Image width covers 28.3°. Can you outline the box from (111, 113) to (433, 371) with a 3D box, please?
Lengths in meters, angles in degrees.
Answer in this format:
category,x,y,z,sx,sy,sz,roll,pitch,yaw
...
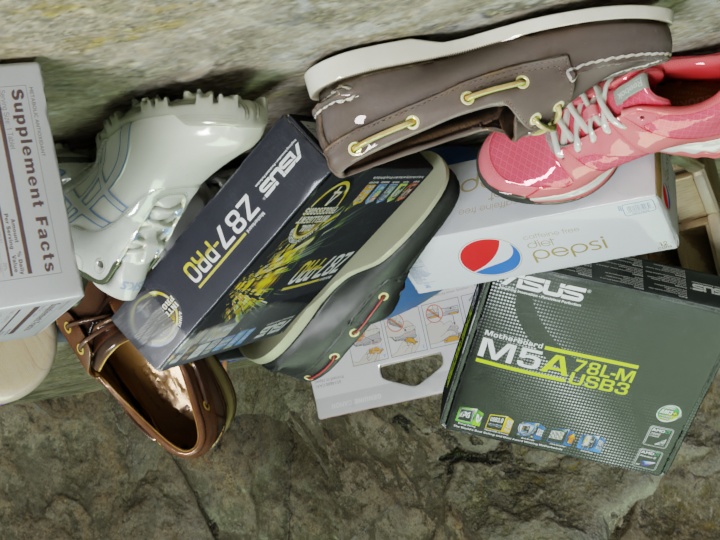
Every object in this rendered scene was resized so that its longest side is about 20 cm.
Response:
category,x,y,z,sx,sy,sz,roll,pitch,yaw
box,-0.047,-0.021,0.874,0.161,0.049,0.200,-45,170,15

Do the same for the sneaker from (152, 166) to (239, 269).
category,x,y,z,sx,sy,sz,roll,pitch,yaw
sneaker,-0.081,-0.048,0.943,0.088,0.076,0.200,-30,171,24

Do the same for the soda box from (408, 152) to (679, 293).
category,x,y,z,sx,sy,sz,roll,pitch,yaw
soda box,0.122,-0.043,1.021,0.199,0.068,0.064,-10,141,22

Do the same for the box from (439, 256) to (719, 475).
category,x,y,z,sx,sy,sz,roll,pitch,yaw
box,0.179,0.069,1.140,0.199,0.048,0.194,13,133,-2

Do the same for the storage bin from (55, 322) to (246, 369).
category,x,y,z,sx,sy,sz,roll,pitch,yaw
storage bin,-0.155,0.014,1.044,0.134,0.147,0.200,-3,179,32

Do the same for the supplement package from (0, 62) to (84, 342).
category,x,y,z,sx,sy,sz,roll,pitch,yaw
supplement package,-0.238,-0.015,0.631,0.199,0.114,0.109,-8,172,-26

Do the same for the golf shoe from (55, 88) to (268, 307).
category,x,y,z,sx,sy,sz,roll,pitch,yaw
golf shoe,-0.117,-0.036,0.780,0.078,0.098,0.199,-3,168,-46

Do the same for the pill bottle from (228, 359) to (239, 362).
category,x,y,z,sx,sy,sz,roll,pitch,yaw
pill bottle,-0.137,0.027,1.239,0.199,0.116,0.115,-16,173,33

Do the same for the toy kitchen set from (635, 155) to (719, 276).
category,x,y,z,sx,sy,sz,roll,pitch,yaw
toy kitchen set,0.274,-0.043,1.098,0.162,0.182,0.200,-15,173,22

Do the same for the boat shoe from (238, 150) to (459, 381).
category,x,y,z,sx,sy,sz,roll,pitch,yaw
boat shoe,-0.001,-0.002,1.001,0.063,0.074,0.201,28,114,-38

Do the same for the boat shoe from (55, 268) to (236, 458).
category,x,y,z,sx,sy,sz,roll,pitch,yaw
boat shoe,-0.148,0.031,0.887,0.072,0.201,0.068,-34,-171,8

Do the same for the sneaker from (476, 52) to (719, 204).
category,x,y,z,sx,sy,sz,roll,pitch,yaw
sneaker,0.167,-0.104,0.928,0.199,0.074,0.087,-16,158,11

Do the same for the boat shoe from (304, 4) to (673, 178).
category,x,y,z,sx,sy,sz,roll,pitch,yaw
boat shoe,0.073,-0.096,0.756,0.199,0.060,0.072,-11,174,-6

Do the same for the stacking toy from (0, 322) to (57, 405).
category,x,y,z,sx,sy,sz,roll,pitch,yaw
stacking toy,-0.277,0.066,1.000,0.085,0.086,0.200,-9,170,-28

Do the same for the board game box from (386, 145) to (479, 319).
category,x,y,z,sx,sy,sz,roll,pitch,yaw
board game box,0.026,-0.037,1.138,0.157,0.039,0.201,-18,145,-21

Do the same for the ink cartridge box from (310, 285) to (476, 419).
category,x,y,z,sx,sy,sz,roll,pitch,yaw
ink cartridge box,0.037,0.023,1.251,0.199,0.177,0.045,-14,179,22
